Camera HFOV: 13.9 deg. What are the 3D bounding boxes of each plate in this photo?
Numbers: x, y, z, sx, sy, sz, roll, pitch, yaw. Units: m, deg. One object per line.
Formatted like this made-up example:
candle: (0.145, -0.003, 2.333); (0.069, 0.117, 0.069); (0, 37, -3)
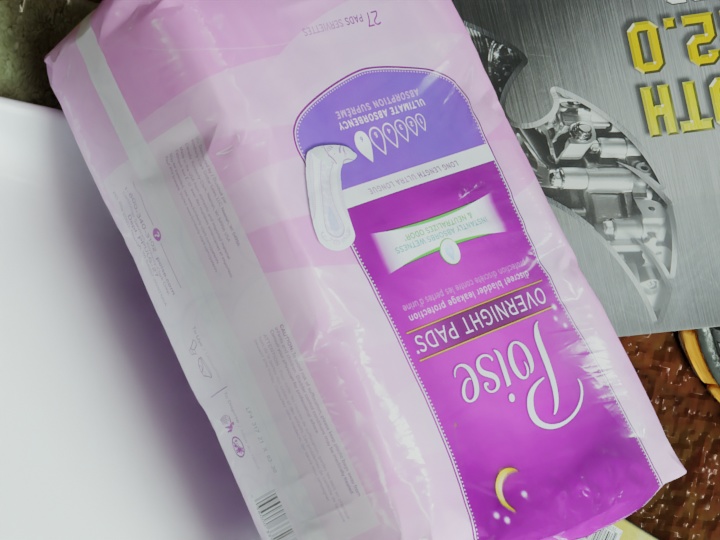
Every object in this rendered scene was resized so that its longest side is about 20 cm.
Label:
plate: (-0.046, 0.055, 0.872); (0.200, 0.032, 0.200); (9, 63, -38)

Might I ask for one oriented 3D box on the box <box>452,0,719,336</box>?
box: (0.117, -0.061, 0.961); (0.048, 0.200, 0.158); (-63, 143, -60)

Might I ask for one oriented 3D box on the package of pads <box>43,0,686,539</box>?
package of pads: (0.000, 0.000, 0.866); (0.120, 0.076, 0.200); (-19, 81, -43)

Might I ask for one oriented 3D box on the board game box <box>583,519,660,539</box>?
board game box: (0.108, 0.177, 1.095); (0.200, 0.035, 0.136); (33, 78, -36)

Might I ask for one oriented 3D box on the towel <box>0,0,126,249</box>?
towel: (-0.093, -0.011, 0.909); (0.200, 0.036, 0.148); (21, 86, -39)

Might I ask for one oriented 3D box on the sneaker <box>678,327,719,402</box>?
sneaker: (0.180, 0.050, 1.102); (0.078, 0.077, 0.200); (-34, 115, -26)
